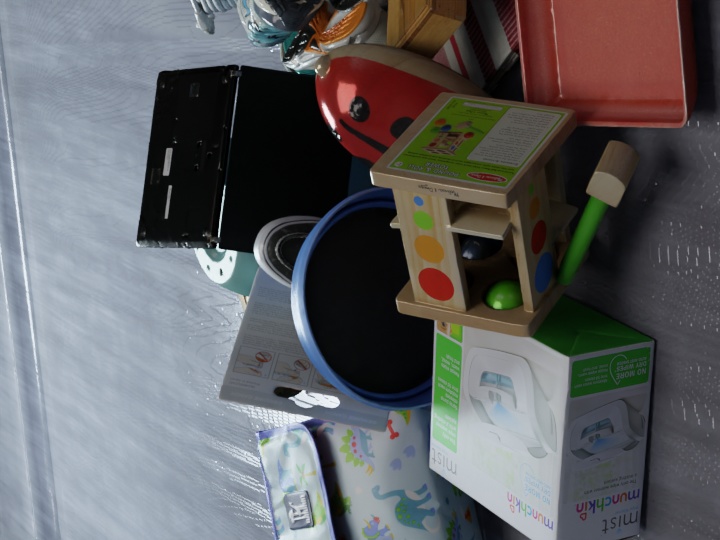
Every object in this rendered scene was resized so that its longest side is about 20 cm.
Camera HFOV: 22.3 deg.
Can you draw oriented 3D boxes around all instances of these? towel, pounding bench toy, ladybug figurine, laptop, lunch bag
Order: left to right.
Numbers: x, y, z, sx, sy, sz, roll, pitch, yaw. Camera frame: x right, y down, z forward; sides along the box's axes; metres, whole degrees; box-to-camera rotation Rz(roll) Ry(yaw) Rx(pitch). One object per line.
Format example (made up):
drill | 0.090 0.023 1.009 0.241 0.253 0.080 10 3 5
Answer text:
laptop | -0.112 -0.102 1.771 0.199 0.103 0.179 1 82 47
lunch bag | -0.001 0.218 1.759 0.198 0.127 0.172 -14 83 24
ladybug figurine | 0.043 -0.124 1.576 0.136 0.199 0.072 -39 29 55
towel | 0.106 -0.237 1.603 0.200 0.023 0.145 -50 53 54
pounding bench toy | 0.132 -0.033 1.459 0.198 0.124 0.157 11 130 30

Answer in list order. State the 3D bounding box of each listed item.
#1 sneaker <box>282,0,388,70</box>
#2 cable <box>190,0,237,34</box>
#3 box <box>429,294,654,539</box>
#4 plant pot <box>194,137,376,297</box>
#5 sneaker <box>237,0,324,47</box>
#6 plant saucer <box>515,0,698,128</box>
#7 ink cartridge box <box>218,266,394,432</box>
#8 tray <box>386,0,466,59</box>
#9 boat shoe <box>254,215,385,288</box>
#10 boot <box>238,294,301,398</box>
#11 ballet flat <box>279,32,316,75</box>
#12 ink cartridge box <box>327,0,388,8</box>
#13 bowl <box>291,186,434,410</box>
sneaker | -0.007 -0.207 1.733 0.076 0.092 0.200 -59 19 -7
cable | -0.151 -0.371 1.907 0.200 0.068 0.202 77 -171 -65
box | 0.151 0.117 1.555 0.200 0.096 0.178 30 123 54
plant pot | -0.082 -0.059 1.865 0.200 0.160 0.203 28 123 55
sneaker | -0.079 -0.254 1.774 0.200 0.077 0.087 -115 29 -65
plant saucer | 0.192 -0.214 1.418 0.199 0.036 0.202 9 107 58
ink cartridge box | -0.039 0.084 1.719 0.201 0.158 0.048 -76 -4 -51
tray | 0.058 -0.282 1.583 0.099 0.037 0.202 133 143 -57
boat shoe | -0.001 0.003 1.695 0.074 0.198 0.068 -67 19 -3
boot | -0.099 0.030 2.031 0.175 0.066 0.202 -41 61 58
ballet flat | -0.022 -0.184 1.826 0.200 0.069 0.070 42 134 49
ink cartridge box | -0.019 -0.340 1.780 0.199 0.044 0.178 6 105 61
bowl | 0.028 0.026 1.642 0.039 0.199 0.203 -11 89 60
